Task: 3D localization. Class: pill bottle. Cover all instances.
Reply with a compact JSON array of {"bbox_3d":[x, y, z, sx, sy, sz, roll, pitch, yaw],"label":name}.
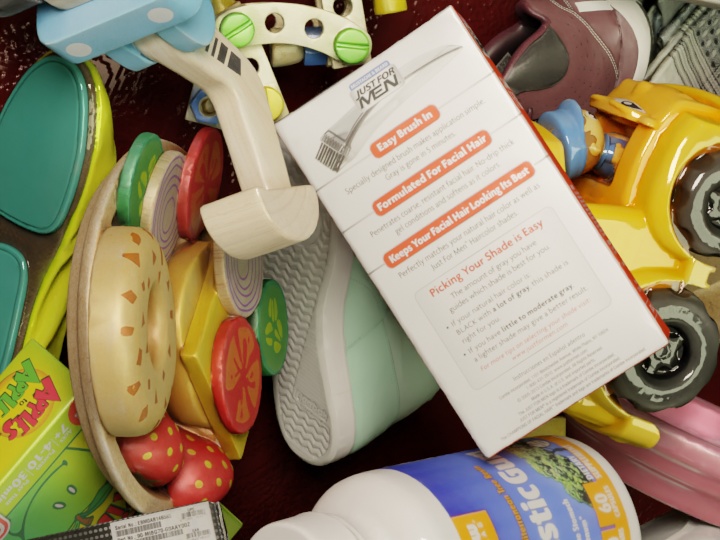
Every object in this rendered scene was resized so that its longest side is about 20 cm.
[{"bbox_3d":[0.040,0.151,0.980,0.199,0.112,0.113,-7,116,-42],"label":"pill bottle"}]

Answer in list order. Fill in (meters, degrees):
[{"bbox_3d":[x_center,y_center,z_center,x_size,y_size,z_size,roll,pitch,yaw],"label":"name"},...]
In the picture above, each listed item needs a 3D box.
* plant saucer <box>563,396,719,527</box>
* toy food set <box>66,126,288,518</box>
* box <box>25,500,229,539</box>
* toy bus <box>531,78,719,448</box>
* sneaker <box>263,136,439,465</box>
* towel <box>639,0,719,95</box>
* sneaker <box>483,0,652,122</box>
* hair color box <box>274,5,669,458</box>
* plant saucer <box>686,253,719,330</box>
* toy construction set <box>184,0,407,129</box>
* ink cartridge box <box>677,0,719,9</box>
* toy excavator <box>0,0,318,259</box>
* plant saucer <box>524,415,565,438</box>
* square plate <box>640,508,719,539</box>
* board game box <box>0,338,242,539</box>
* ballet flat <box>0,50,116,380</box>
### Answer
[{"bbox_3d":[0.211,0.117,1.241,0.200,0.200,0.051,17,101,-41],"label":"plant saucer"},{"bbox_3d":[-0.092,0.026,0.976,0.200,0.048,0.198,70,24,-43],"label":"toy food set"},{"bbox_3d":[-0.158,0.197,1.000,0.199,0.048,0.193,-12,150,-6],"label":"box"},{"bbox_3d":[0.106,-0.026,1.067,0.191,0.136,0.201,19,96,-21],"label":"toy bus"},{"bbox_3d":[0.000,0.000,1.116,0.118,0.074,0.201,-23,117,-44],"label":"sneaker"},{"bbox_3d":[0.262,-0.146,1.261,0.193,0.035,0.200,-45,131,-10],"label":"towel"},{"bbox_3d":[0.104,-0.072,1.160,0.115,0.076,0.201,-2,103,-31],"label":"sneaker"},{"bbox_3d":[0.058,-0.020,0.981,0.111,0.064,0.200,-33,88,9],"label":"hair color box"},{"bbox_3d":[0.232,-0.037,1.256,0.199,0.035,0.201,-16,132,-19],"label":"plant saucer"},{"bbox_3d":[-0.042,-0.176,0.984,0.131,0.092,0.201,-11,113,-5],"label":"toy construction set"},{"bbox_3d":[0.217,-0.254,1.120,0.146,0.083,0.201,5,100,-38],"label":"ink cartridge box"},{"bbox_3d":[-0.088,-0.123,0.910,0.200,0.100,0.195,30,49,-51],"label":"toy excavator"},{"bbox_3d":[0.023,0.175,1.147,0.199,0.049,0.200,-26,169,-25],"label":"plant saucer"},{"bbox_3d":[0.155,0.202,1.244,0.198,0.029,0.200,-29,175,13],"label":"square plate"},{"bbox_3d":[-0.147,0.127,1.026,0.102,0.048,0.200,-50,146,-9],"label":"board game box"},{"bbox_3d":[-0.161,-0.020,0.989,0.067,0.067,0.201,-9,122,-58],"label":"ballet flat"}]
